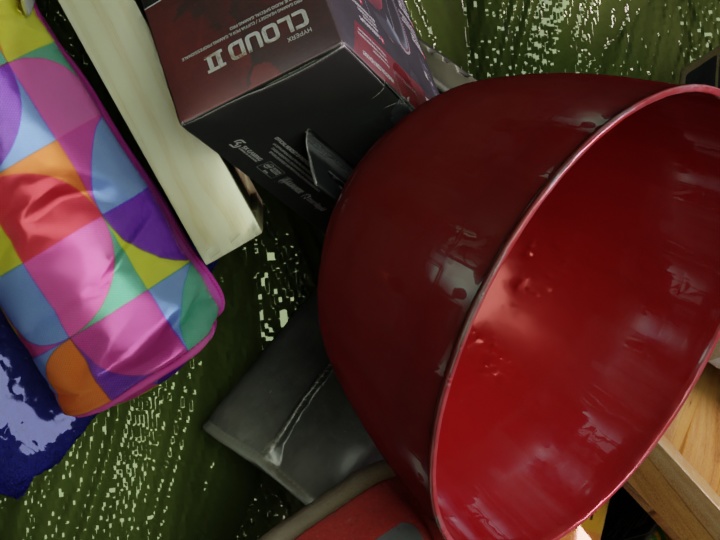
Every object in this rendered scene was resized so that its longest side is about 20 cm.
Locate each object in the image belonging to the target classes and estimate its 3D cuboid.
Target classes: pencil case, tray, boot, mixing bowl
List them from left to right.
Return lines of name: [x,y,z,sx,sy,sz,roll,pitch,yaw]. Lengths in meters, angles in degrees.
pencil case: [-0.129,-0.041,0.792,0.088,0.088,0.200,-31,97,-21]
boot: [-0.002,-0.001,0.895,0.182,0.073,0.200,40,96,25]
mixing bowl: [0.056,0.001,0.774,0.200,0.108,0.201,-32,138,-34]
tray: [0.182,0.053,0.929,0.099,0.037,0.200,47,43,-12]

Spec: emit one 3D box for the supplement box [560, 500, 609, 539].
supplement box: [0.089,0.039,0.926,0.066,0.069,0.201,18,75,-20]

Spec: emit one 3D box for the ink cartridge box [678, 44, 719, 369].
ink cartridge box: [0.239,-0.003,0.934,0.200,0.075,0.165,32,49,-26]

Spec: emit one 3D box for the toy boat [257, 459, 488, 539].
toy boat: [0.031,0.184,0.824,0.130,0.131,0.200,-33,132,-17]

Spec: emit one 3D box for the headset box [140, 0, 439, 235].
headset box: [-0.034,-0.116,0.815,0.075,0.149,0.200,-25,68,14]

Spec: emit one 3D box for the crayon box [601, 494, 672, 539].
crayon box: [0.193,0.188,0.940,0.200,0.051,0.127,50,52,-10]

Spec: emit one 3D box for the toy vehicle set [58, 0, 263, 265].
toy vehicle set: [-0.100,-0.102,0.823,0.026,0.124,0.200,-29,97,1]

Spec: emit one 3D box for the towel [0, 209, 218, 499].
towel: [-0.176,-0.018,0.845,0.200,0.050,0.148,43,75,-10]
